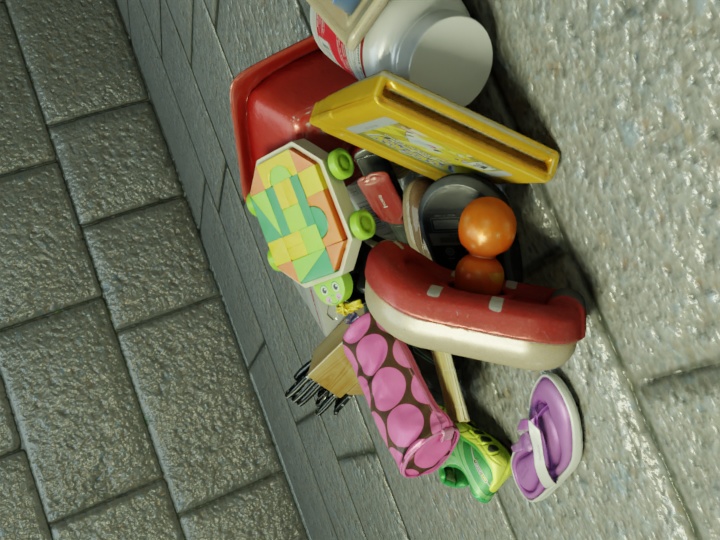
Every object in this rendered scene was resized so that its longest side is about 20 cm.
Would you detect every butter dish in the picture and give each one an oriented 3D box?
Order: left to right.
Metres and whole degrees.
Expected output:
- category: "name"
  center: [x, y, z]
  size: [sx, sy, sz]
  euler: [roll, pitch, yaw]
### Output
- category: "butter dish"
  center: [-0.039, -0.164, 0.966]
  size: [0.147, 0.199, 0.201]
  euler: [38, 148, 29]

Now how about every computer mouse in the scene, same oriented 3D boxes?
- category: "computer mouse"
  center: [0.107, -0.015, 0.780]
  size: [0.053, 0.136, 0.202]
  euler: [-62, -32, -47]

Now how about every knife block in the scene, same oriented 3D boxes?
- category: "knife block"
  center: [-0.046, 0.141, 1.270]
  size: [0.064, 0.173, 0.202]
  euler: [-80, -16, -54]

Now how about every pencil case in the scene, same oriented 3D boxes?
- category: "pencil case"
  center: [0.048, 0.137, 0.948]
  size: [0.094, 0.090, 0.201]
  euler: [-46, 52, 24]

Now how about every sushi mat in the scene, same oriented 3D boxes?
- category: "sushi mat"
  center: [0.091, 0.080, 0.936]
  size: [0.096, 0.012, 0.203]
  euler: [103, 153, -79]

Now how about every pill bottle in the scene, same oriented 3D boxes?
- category: "pill bottle"
  center: [0.036, -0.222, 0.756]
  size: [0.200, 0.111, 0.114]
  euler: [-131, 27, -50]

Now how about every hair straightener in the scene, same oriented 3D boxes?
- category: "hair straightener"
  center: [0.042, -0.083, 0.912]
  size: [0.200, 0.040, 0.078]
  euler: [47, -150, -55]

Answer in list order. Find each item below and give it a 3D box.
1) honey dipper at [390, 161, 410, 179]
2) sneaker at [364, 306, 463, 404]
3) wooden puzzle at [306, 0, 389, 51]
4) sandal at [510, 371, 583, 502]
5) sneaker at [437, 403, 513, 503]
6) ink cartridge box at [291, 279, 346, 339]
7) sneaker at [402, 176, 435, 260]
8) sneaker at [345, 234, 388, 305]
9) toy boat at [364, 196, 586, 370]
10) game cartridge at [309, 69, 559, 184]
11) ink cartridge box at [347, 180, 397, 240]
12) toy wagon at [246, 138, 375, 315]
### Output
- category: "honey dipper"
  center: [0.021, -0.151, 0.867]
  size: [0.038, 0.038, 0.200]
  euler: [65, -174, 19]
- category: "sneaker"
  center: [0.075, 0.077, 1.047]
  size: [0.200, 0.075, 0.080]
  euler: [51, 141, 34]
- category: "wooden puzzle"
  center: [-0.001, -0.320, 0.709]
  size: [0.186, 0.046, 0.201]
  euler: [-51, 45, 21]
- category: "sandal"
  center: [0.183, 0.188, 0.831]
  size: [0.204, 0.049, 0.083]
  euler: [90, 154, -45]
- category: "sneaker"
  center: [0.114, 0.222, 1.002]
  size: [0.073, 0.084, 0.200]
  euler: [29, 180, -24]
- category: "ink cartridge box"
  center: [-0.068, -0.004, 1.327]
  size: [0.201, 0.083, 0.147]
  euler: [55, 165, 41]
- category: "sneaker"
  center: [0.110, -0.009, 0.861]
  size: [0.075, 0.070, 0.203]
  euler: [-9, 103, 53]
- category: "sneaker"
  center: [0.000, 0.000, 0.992]
  size: [0.072, 0.082, 0.200]
  euler: [56, 170, -11]
- category: "toy boat"
  center: [0.102, 0.002, 0.698]
  size: [0.130, 0.197, 0.133]
  euler: [-23, -58, -72]
- category: "game cartridge"
  center: [0.056, -0.119, 0.730]
  size: [0.200, 0.174, 0.033]
  euler: [8, 78, 71]
- category: "ink cartridge box"
  center: [-0.002, -0.041, 1.171]
  size: [0.202, 0.049, 0.162]
  euler: [96, 150, -49]
- category: "toy wagon"
  center: [-0.052, -0.042, 0.902]
  size: [0.154, 0.039, 0.203]
  euler: [-18, 93, 42]
